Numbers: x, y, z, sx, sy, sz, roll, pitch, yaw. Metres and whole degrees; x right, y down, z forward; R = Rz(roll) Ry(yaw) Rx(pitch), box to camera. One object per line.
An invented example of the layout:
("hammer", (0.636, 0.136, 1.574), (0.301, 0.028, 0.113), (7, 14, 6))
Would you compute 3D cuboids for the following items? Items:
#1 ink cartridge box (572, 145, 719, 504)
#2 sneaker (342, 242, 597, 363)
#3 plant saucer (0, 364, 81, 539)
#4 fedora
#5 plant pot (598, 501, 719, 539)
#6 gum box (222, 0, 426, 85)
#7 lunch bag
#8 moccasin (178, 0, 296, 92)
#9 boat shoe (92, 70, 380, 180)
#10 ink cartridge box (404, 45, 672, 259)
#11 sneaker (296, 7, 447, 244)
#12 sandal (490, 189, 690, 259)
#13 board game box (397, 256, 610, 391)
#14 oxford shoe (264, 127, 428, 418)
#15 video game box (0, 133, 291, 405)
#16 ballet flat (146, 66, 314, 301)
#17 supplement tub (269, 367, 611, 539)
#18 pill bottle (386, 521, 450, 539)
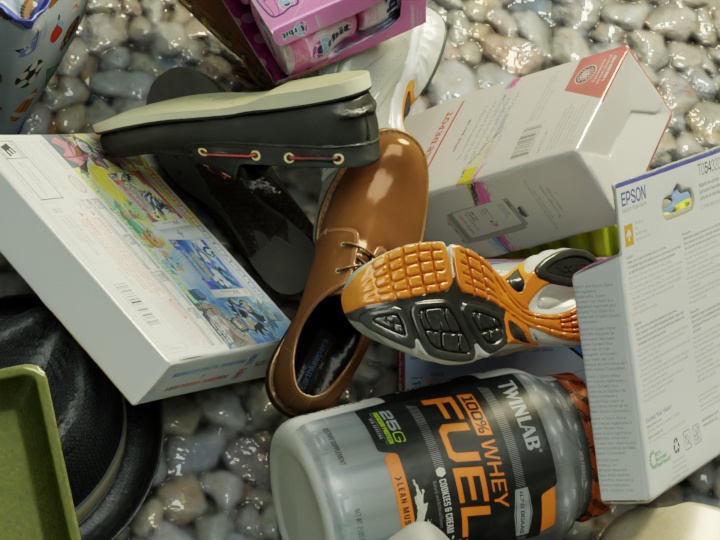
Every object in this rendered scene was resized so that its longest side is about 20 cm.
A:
("ink cartridge box", (0.195, 0.030, 1.595), (0.196, 0.043, 0.200), (-18, 102, -60))
("sneaker", (0.060, 0.028, 1.565), (0.200, 0.092, 0.076), (3, 76, -39))
("plant saucer", (-0.260, 0.167, 1.470), (0.200, 0.048, 0.200), (-11, 94, 4))
("fedora", (-0.211, 0.090, 1.551), (0.200, 0.092, 0.201), (4, 63, -9))
("plant pot", (0.189, 0.250, 1.511), (0.200, 0.201, 0.184), (23, 48, 1))
("gum box", (-0.046, -0.224, 1.653), (0.113, 0.066, 0.200), (-25, 61, -12))
("lunch bag", (-0.234, -0.216, 1.683), (0.124, 0.170, 0.200), (29, 60, -1))
("moccasin", (-0.062, -0.154, 1.741), (0.201, 0.078, 0.074), (43, 43, -8))
("boat shoe", (-0.082, -0.086, 1.601), (0.201, 0.063, 0.074), (-4, 15, 25))
("ink cartridge box", (0.100, -0.070, 1.684), (0.068, 0.200, 0.117), (53, 44, -25))
("sneaker", (-0.013, -0.105, 1.669), (0.092, 0.076, 0.200), (27, 61, -24))
("sandal", (0.182, -0.025, 1.729), (0.200, 0.080, 0.087), (-10, 30, -11))
("board game box", (0.123, 0.043, 1.670), (0.200, 0.019, 0.103), (-1, 95, -13))
("oxford shoe", (0.000, 0.000, 1.582), (0.071, 0.071, 0.200), (20, 79, -6))
("video game box", (-0.151, -0.007, 1.594), (0.200, 0.047, 0.182), (48, 23, 16))
("ballet flat", (-0.081, -0.058, 1.701), (0.067, 0.046, 0.200), (-43, 67, 12))
("supplement tub", (0.053, 0.132, 1.573), (0.200, 0.123, 0.123), (-13, 65, -19))
("pill bottle", (-0.011, 0.246, 1.472), (0.200, 0.111, 0.111), (-36, 71, 4))
